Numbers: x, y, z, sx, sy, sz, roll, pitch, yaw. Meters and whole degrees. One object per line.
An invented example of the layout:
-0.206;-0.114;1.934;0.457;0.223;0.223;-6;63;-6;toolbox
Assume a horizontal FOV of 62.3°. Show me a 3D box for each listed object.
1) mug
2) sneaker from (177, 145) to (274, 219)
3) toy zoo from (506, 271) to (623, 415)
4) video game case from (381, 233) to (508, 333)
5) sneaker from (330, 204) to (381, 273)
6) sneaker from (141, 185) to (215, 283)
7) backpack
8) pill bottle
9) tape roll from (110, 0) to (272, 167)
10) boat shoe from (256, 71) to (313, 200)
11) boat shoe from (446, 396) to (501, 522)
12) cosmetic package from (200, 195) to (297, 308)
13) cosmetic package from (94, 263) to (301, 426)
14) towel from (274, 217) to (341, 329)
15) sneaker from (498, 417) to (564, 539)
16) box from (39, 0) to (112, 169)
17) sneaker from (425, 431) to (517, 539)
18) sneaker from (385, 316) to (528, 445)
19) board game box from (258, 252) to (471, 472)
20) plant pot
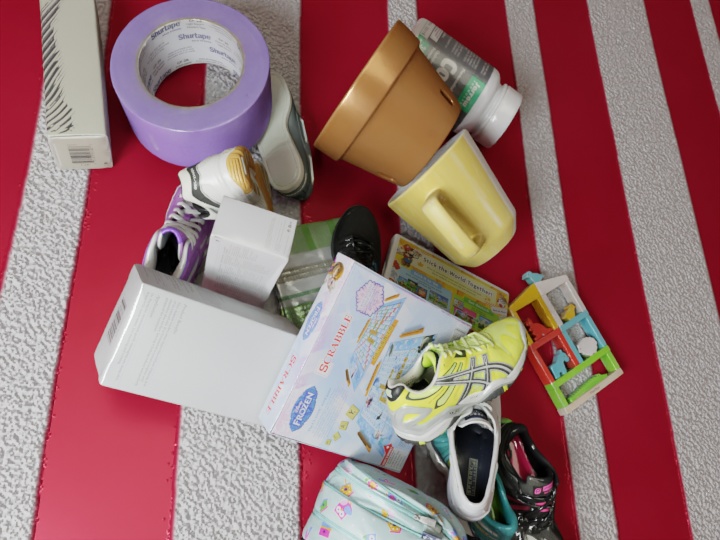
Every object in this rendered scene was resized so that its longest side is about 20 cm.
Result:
0.131;-0.078;0.834;0.154;0.149;0.187;47;55;-8;mug
-0.157;-0.094;0.716;0.086;0.200;0.077;-14;79;2;sneaker
0.297;0.094;0.893;0.129;0.020;0.203;-24;80;-26;toy zoo
0.110;0.066;0.816;0.197;0.023;0.185;26;54;-11;video game case
0.000;0.000;0.760;0.072;0.082;0.204;12;64;-15;sneaker
-0.208;-0.047;0.712;0.071;0.114;0.205;16;65;-11;sneaker
0.036;0.300;0.655;0.197;0.168;0.128;26;68;8;backpack
0.146;-0.287;0.928;0.198;0.113;0.114;32;63;-5;pill bottle
-0.214;-0.244;0.776;0.195;0.085;0.205;2;70;-5;tape roll
-0.109;-0.188;0.840;0.072;0.062;0.204;-24;64;17;boat shoe
0.137;0.182;0.697;0.072;0.066;0.204;2;57;1;boat shoe
-0.133;-0.010;0.676;0.081;0.200;0.052;16;66;-13;cosmetic package
-0.167;0.084;0.645;0.197;0.081;0.115;25;92;-32;cosmetic package
-0.043;0.031;0.794;0.146;0.031;0.204;-11;73;-26;towel
0.213;0.289;0.755;0.075;0.084;0.204;-17;77;-23;sneaker
-0.356;-0.236;0.747;0.067;0.082;0.205;-6;71;-20;box
0.141;0.238;0.747;0.076;0.080;0.203;-13;67;-25;sneaker
0.114;0.111;0.675;0.198;0.075;0.077;-36;120;-19;sneaker
0.012;0.112;0.683;0.197;0.041;0.203;28;89;-34;board game box
0.046;-0.214;0.823;0.139;0.200;0.202;35;63;-10;plant pot
